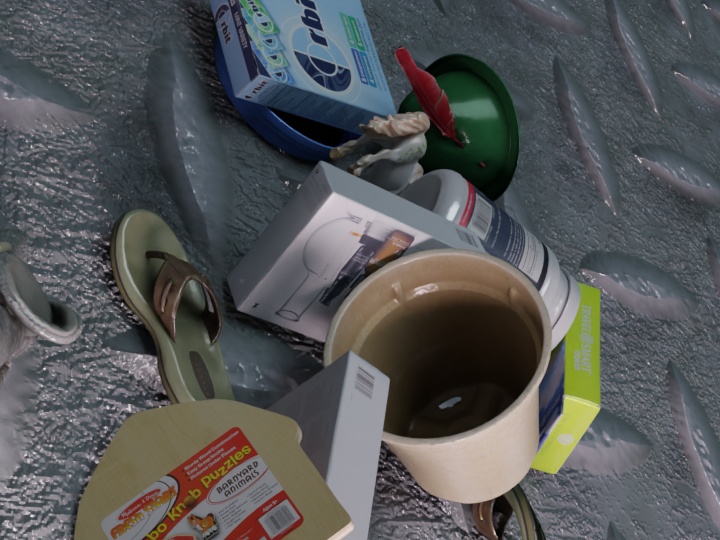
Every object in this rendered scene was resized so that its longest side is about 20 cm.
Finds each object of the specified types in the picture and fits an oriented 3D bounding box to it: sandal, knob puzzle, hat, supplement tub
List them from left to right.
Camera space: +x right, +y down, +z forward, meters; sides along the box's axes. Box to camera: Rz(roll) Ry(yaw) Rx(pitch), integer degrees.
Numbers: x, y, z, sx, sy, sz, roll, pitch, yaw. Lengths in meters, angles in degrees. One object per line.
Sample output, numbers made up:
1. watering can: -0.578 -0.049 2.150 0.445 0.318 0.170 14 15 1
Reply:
1. sandal: -0.148 0.035 1.144 0.080 0.057 0.201 -7 67 -51
2. knob puzzle: -0.124 0.177 0.991 0.030 0.219 0.220 64 19 -48
3. hat: 0.059 -0.150 1.465 0.176 0.166 0.200 -20 106 -43
4. supplement tub: 0.119 0.001 1.415 0.200 0.140 0.140 37 38 -21
5. sandal: 0.134 0.229 1.316 0.201 0.057 0.080 63 1 42

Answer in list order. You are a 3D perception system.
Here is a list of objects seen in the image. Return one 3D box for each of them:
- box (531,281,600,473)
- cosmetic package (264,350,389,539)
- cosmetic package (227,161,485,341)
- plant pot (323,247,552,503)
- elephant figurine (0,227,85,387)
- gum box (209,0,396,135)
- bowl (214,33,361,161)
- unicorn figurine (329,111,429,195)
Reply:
1. box: 0.214 0.120 1.436 0.048 0.122 0.200 17 43 -5
2. cosmetic package: -0.053 0.179 1.062 0.052 0.151 0.200 38 38 -24
3. cosmetic package: 0.000 0.000 1.259 0.200 0.151 0.052 22 32 -35
4. plant pot: 0.085 0.114 1.224 0.184 0.200 0.201 68 14 -52
5. elephant figurine: -0.273 0.033 0.971 0.200 0.141 0.155 14 78 -62
6. gum box: -0.063 -0.239 1.428 0.200 0.045 0.170 12 53 -44
7. bowl: -0.074 -0.206 1.460 0.201 0.039 0.201 29 43 -30
8. unicorn figurine: 0.024 -0.109 1.426 0.137 0.200 0.074 -25 85 -27
